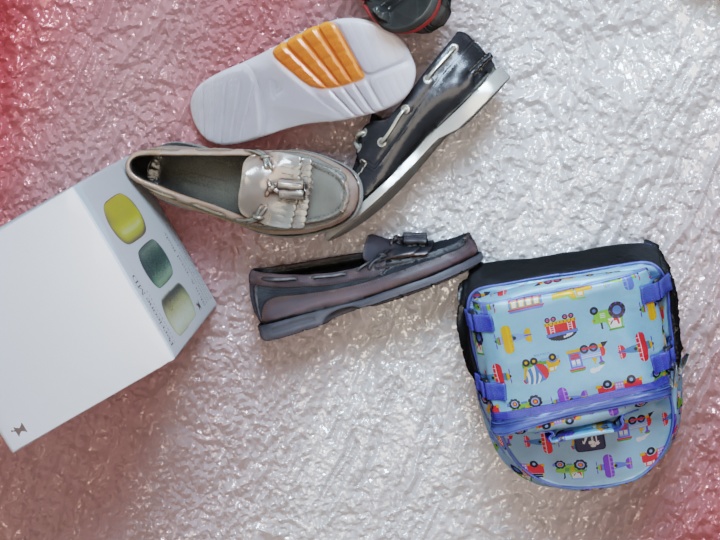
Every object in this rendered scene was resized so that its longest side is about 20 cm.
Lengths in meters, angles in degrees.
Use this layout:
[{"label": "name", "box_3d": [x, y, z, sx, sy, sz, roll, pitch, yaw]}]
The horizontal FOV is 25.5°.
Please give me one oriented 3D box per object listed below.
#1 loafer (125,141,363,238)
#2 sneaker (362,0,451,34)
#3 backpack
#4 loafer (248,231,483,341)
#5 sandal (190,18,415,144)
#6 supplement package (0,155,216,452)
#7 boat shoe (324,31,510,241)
[{"label": "loafer", "box_3d": [-0.097, -0.067, 1.276, 0.198, 0.063, 0.073, 9, 93, 25]}, {"label": "sneaker", "box_3d": [0.018, -0.270, 1.262, 0.071, 0.098, 0.202, -29, 73, 19]}, {"label": "backpack", "box_3d": [0.175, 0.091, 1.281, 0.181, 0.135, 0.202, -7, 102, 6]}, {"label": "loafer", "box_3d": [0.000, 0.000, 1.312, 0.199, 0.072, 0.063, -20, 94, 11]}, {"label": "sandal", "box_3d": [-0.045, -0.159, 1.295, 0.205, 0.059, 0.080, -12, 107, 28]}, {"label": "supplement package", "box_3d": [-0.227, 0.020, 1.264, 0.150, 0.200, 0.153, -29, 97, 9]}, {"label": "boat shoe", "box_3d": [0.031, -0.107, 1.287, 0.200, 0.074, 0.060, -44, 88, 14]}]
